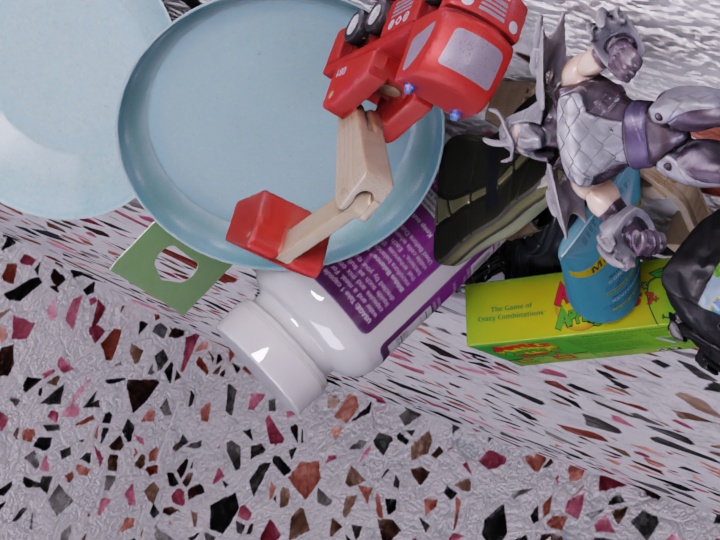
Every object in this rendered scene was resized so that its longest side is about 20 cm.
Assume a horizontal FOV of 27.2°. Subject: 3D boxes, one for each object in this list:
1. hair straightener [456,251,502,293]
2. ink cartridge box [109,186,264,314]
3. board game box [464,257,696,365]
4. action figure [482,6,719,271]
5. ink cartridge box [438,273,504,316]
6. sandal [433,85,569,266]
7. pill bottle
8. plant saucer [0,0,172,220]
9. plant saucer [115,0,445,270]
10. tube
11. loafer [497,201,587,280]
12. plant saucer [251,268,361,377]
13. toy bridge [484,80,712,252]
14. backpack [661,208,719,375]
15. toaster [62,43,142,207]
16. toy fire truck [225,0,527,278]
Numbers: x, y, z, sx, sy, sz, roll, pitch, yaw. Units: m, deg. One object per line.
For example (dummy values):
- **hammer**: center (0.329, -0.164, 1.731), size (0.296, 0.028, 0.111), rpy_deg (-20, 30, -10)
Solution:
- **hair straightener**: center (0.074, 0.012, 1.152), size (0.077, 0.199, 0.041), rpy_deg (18, 128, 53)
- **ink cartridge box**: center (-0.066, -0.044, 1.030), size (0.048, 0.200, 0.146), rpy_deg (41, 178, 20)
- **board game box**: center (0.187, 0.030, 1.067), size (0.199, 0.048, 0.101), rpy_deg (-8, 164, 28)
- **action figure**: center (0.149, -0.064, 0.706), size (0.199, 0.069, 0.131), rpy_deg (3, 128, 28)
- **ink cartridge box**: center (0.072, -0.002, 1.331), size (0.116, 0.068, 0.200), rpy_deg (22, 173, -39)
- **sandal**: center (0.092, -0.047, 0.862), size (0.057, 0.080, 0.201), rpy_deg (11, 166, -21)
- **pill bottle**: center (0.000, 0.000, 1.017), size (0.112, 0.200, 0.112), rpy_deg (45, 169, 11)
- **plant saucer**: center (-0.201, -0.134, 0.980), size (0.200, 0.202, 0.039), rpy_deg (21, -155, 9)
- **plant saucer**: center (-0.049, -0.087, 0.908), size (0.200, 0.200, 0.027), rpy_deg (26, -149, -21)
- **tube**: center (0.148, -0.015, 0.919), size (0.050, 0.078, 0.200), rpy_deg (28, 172, 16)
- **loafer**: center (0.139, -0.037, 1.041), size (0.070, 0.068, 0.201), rpy_deg (-13, 165, -4)
- **plant saucer**: center (-0.060, 0.008, 1.217), size (0.200, 0.029, 0.200), rpy_deg (46, 177, 3)
- **toy bridge**: center (0.168, -0.059, 0.916), size (0.200, 0.027, 0.067), rpy_deg (30, 167, -33)
- **backpack**: center (0.302, 0.040, 0.872), size (0.200, 0.154, 0.163), rpy_deg (43, -179, 41)
- **toaster**: center (-0.127, -0.109, 1.078), size (0.129, 0.114, 0.200), rpy_deg (17, 161, 12)
- **toy fire truck**: center (0.004, -0.074, 0.806), size (0.049, 0.142, 0.200), rpy_deg (26, 164, -23)
